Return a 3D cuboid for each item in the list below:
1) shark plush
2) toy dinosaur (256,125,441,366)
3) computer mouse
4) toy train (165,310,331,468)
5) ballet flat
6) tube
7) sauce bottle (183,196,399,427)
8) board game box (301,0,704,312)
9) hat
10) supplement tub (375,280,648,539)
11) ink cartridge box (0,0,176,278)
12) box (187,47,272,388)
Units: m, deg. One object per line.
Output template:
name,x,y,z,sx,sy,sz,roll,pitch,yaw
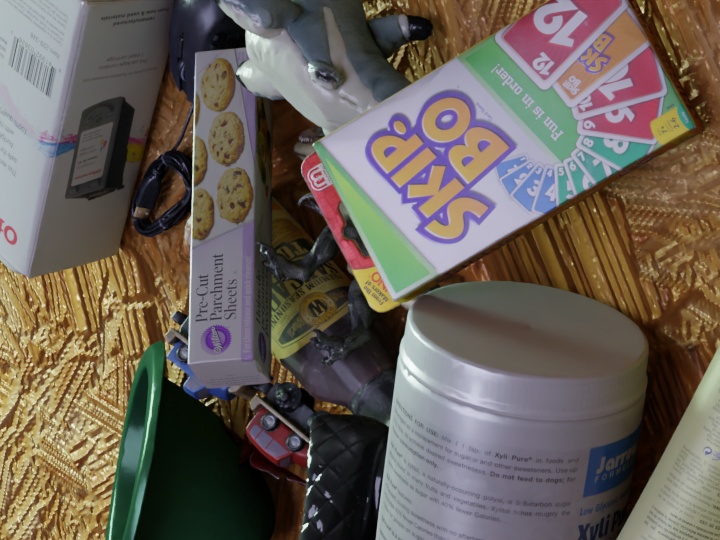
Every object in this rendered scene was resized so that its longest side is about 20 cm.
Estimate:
shark plush,0.001,-0.121,1.361,0.200,0.083,0.091,37,160,38
toy dinosaur,0.000,0.000,1.398,0.200,0.088,0.047,56,167,21
computer mouse,-0.111,-0.101,1.527,0.059,0.034,0.200,41,128,31
toy train,-0.040,0.092,1.449,0.200,0.034,0.046,39,92,20
ballet flat,-0.026,0.175,1.362,0.057,0.066,0.200,12,73,27
tube,0.163,0.127,1.251,0.058,0.052,0.200,38,113,42
sauce bottle,-0.023,0.031,1.448,0.200,0.066,0.066,45,129,27
board game box,0.066,-0.064,1.284,0.200,0.030,0.096,-31,80,19
hat,-0.060,0.146,1.550,0.200,0.176,0.166,-98,20,-63
supplement tub,0.075,0.121,1.316,0.132,0.132,0.200,27,120,40
ink cartridge box,-0.204,-0.121,1.582,0.148,0.086,0.200,40,128,32
box,-0.073,-0.033,1.431,0.041,0.039,0.200,-5,65,12
